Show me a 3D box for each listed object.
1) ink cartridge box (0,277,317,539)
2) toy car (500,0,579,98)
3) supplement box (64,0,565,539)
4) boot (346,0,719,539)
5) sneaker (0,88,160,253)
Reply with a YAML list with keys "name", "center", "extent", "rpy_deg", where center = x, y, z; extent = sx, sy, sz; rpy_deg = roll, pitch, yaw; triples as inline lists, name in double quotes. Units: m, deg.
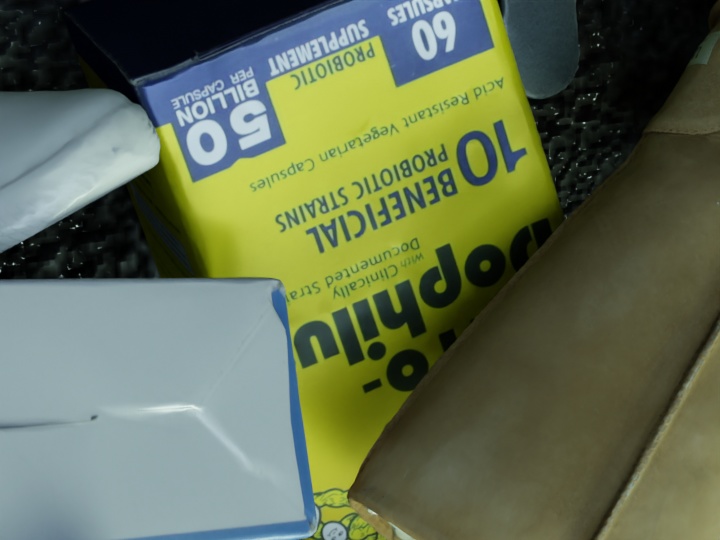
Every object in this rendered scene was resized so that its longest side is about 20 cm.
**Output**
- name: "ink cartridge box"
  center: [-0.126, 0.053, 0.692]
  extent: [0.136, 0.200, 0.077]
  rpy_deg: [0, 82, -38]
- name: "toy car"
  center: [0.081, -0.146, 0.727]
  extent: [0.164, 0.158, 0.201]
  rpy_deg: [-13, 122, -3]
- name: "supplement box"
  center: [0.000, 0.000, 0.757]
  extent: [0.109, 0.110, 0.201]
  rpy_deg: [-24, 113, -10]
- name: "boot"
  center: [0.121, 0.034, 0.695]
  extent: [0.175, 0.066, 0.200]
  rpy_deg: [33, 76, 9]
- name: "sneaker"
  center: [-0.154, -0.034, 0.680]
  extent: [0.199, 0.075, 0.089]
  rpy_deg: [-13, 99, 23]
